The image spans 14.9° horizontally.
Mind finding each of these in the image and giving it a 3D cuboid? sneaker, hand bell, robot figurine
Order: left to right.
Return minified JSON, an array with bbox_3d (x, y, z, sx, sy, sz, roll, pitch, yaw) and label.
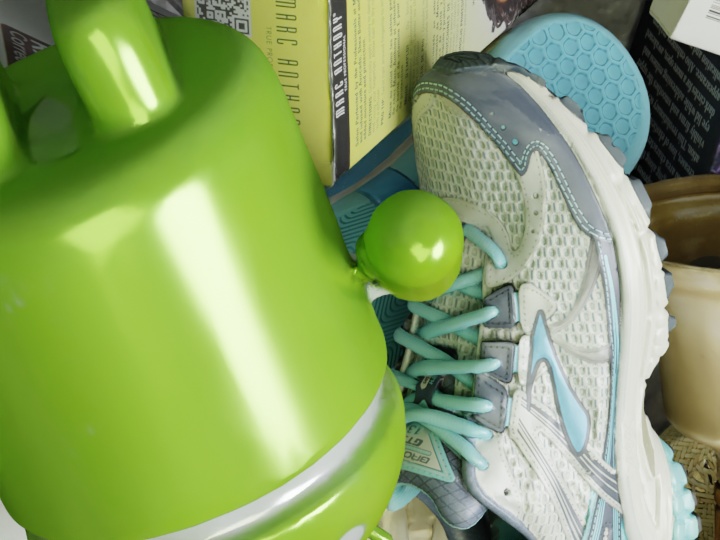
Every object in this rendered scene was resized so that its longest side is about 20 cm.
[{"bbox_3d":[-0.058,0.012,0.753,0.175,0.116,0.200,-23,117,-2],"label":"robot figurine"},{"bbox_3d":[0.000,0.000,0.920,0.200,0.131,0.080,-41,101,-24],"label":"sneaker"},{"bbox_3d":[0.045,0.034,0.822,0.086,0.078,0.200,-27,112,-29],"label":"sneaker"},{"bbox_3d":[0.124,0.079,0.881,0.104,0.104,0.200,-4,108,-10],"label":"hand bell"}]

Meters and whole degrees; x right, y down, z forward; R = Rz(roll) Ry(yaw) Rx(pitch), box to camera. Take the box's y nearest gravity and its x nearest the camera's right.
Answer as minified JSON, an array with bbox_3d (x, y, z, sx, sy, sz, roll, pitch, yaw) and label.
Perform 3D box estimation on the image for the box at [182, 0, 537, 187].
[{"bbox_3d":[0.012,-0.099,0.856,0.050,0.200,0.075,11,120,23],"label":"box"}]

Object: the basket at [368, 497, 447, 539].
[{"bbox_3d":[0.004,0.108,0.991,0.135,0.123,0.200,-1,115,-11],"label":"basket"}]

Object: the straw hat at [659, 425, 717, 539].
[{"bbox_3d":[0.137,0.088,1.022,0.201,0.201,0.085,-43,76,10],"label":"straw hat"}]

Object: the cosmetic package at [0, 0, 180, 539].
[{"bbox_3d":[-0.161,-0.025,0.870,0.200,0.165,0.165,24,107,-22],"label":"cosmetic package"}]

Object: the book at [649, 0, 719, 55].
[{"bbox_3d":[0.208,-0.104,0.861,0.200,0.048,0.134,17,112,-18],"label":"book"}]

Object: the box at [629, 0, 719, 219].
[{"bbox_3d":[0.178,-0.065,0.956,0.148,0.104,0.200,8,113,-16],"label":"box"}]
